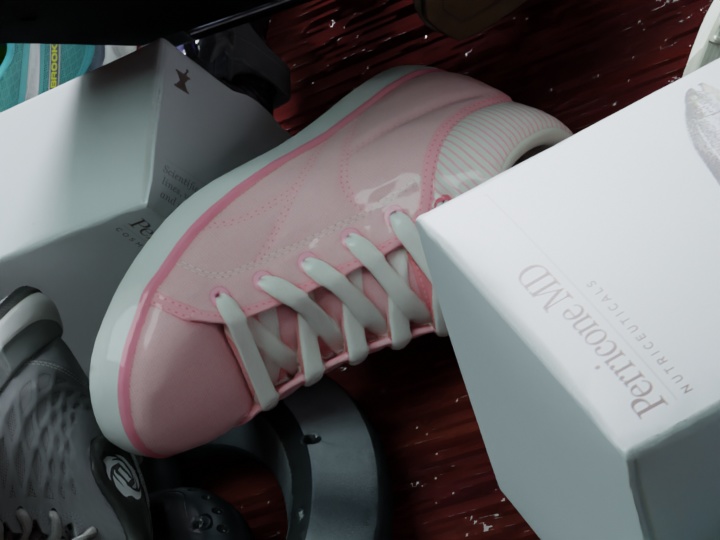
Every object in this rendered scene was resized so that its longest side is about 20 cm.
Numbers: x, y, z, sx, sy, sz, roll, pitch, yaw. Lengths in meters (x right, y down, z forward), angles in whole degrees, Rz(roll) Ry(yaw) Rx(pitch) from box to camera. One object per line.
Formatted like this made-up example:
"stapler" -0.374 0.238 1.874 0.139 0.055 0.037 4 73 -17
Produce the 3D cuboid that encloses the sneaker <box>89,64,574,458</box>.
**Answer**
"sneaker" 0.000 0.000 0.828 0.104 0.076 0.200 20 51 42

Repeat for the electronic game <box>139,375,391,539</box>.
"electronic game" -0.073 0.119 0.866 0.200 0.042 0.200 -25 42 25

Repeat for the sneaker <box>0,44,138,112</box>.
"sneaker" -0.182 -0.060 1.060 0.200 0.079 0.078 -52 40 25

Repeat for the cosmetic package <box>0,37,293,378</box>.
"cosmetic package" -0.118 -0.007 0.952 0.200 0.113 0.081 -19 52 37

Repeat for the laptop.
"laptop" -0.044 -0.154 0.862 0.187 0.116 0.201 -13 51 39

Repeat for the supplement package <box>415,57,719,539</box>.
"supplement package" 0.136 0.011 0.638 0.200 0.118 0.117 -28 42 -11

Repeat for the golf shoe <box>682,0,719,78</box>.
"golf shoe" 0.165 -0.117 0.802 0.200 0.078 0.097 -54 24 -7

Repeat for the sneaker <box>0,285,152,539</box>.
"sneaker" -0.127 0.093 0.790 0.075 0.116 0.200 -34 10 36

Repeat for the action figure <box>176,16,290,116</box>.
"action figure" -0.051 -0.134 1.005 0.130 0.069 0.201 -26 45 41

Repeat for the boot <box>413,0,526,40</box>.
"boot" 0.051 -0.195 0.956 0.200 0.070 0.146 -56 35 -2
